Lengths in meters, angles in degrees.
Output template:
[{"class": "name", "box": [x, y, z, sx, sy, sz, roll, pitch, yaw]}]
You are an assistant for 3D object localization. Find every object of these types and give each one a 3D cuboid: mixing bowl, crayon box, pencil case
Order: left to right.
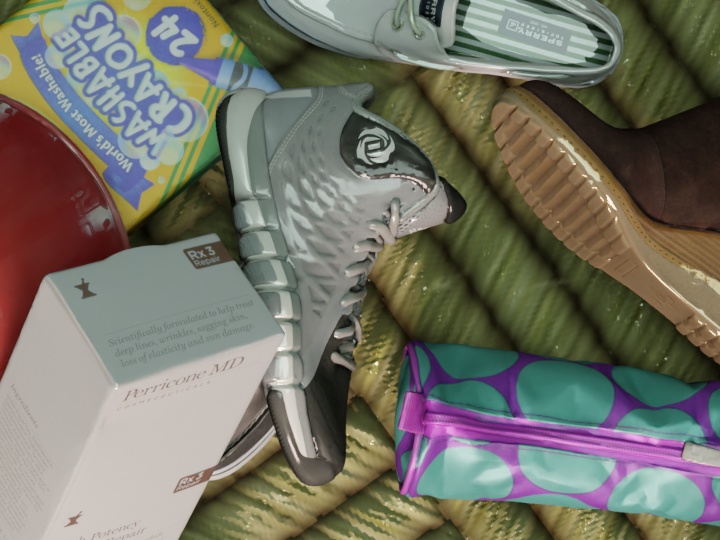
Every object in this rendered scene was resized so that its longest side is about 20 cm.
[{"class": "mixing bowl", "box": [-0.224, 0.015, 1.178, 0.200, 0.108, 0.200, 5, 106, 16]}, {"class": "crayon box", "box": [-0.153, -0.074, 1.244, 0.200, 0.052, 0.126, -40, 91, -1]}, {"class": "pencil case", "box": [0.117, 0.086, 1.233, 0.200, 0.092, 0.085, 6, 89, -1]}]

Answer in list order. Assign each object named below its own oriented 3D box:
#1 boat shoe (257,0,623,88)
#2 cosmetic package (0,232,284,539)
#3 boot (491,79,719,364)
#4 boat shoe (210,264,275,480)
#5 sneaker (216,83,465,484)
[{"class": "boat shoe", "box": [0.043, -0.142, 1.241, 0.200, 0.067, 0.074, 9, 94, -2]}, {"class": "cosmetic package", "box": [-0.123, 0.079, 1.148, 0.102, 0.200, 0.074, -17, 60, -36]}, {"class": "boot", "box": [0.178, -0.066, 1.235, 0.200, 0.072, 0.166, 44, 67, -10]}, {"class": "boat shoe", "box": [-0.045, 0.020, 1.244, 0.069, 0.057, 0.200, 30, 88, -2]}, {"class": "sneaker", "box": [0.000, 0.000, 1.173, 0.115, 0.075, 0.200, -10, 87, -2]}]
